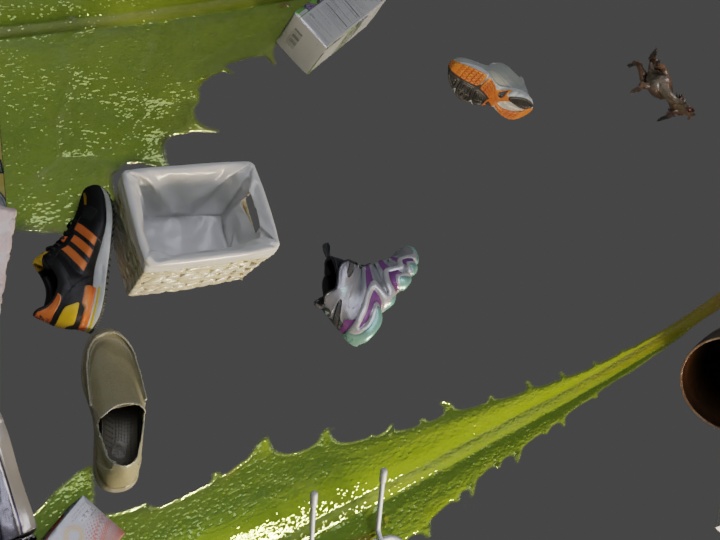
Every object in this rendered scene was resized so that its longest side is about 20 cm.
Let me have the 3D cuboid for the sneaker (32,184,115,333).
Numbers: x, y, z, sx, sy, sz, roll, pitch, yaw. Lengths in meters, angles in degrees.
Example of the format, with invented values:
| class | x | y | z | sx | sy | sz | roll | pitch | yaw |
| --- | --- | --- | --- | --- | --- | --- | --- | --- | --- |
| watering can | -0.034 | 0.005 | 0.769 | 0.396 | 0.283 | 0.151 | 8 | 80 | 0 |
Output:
| class | x | y | z | sx | sy | sz | roll | pitch | yaw |
| --- | --- | --- | --- | --- | --- | --- | --- | --- | --- |
| sneaker | -0.367 | -0.024 | 1.126 | 0.089 | 0.070 | 0.204 | 12 | 64 | -31 |

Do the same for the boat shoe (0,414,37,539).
| class | x | y | z | sx | sy | sz | roll | pitch | yaw |
| --- | --- | --- | --- | --- | --- | --- | --- | --- | --- |
| boat shoe | -0.428 | 0.221 | 0.965 | 0.092 | 0.075 | 0.203 | -16 | 75 | -39 |

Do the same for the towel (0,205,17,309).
| class | x | y | z | sx | sy | sz | roll | pitch | yaw |
| --- | --- | --- | --- | --- | --- | --- | --- | --- | --- |
| towel | -0.507 | 0.003 | 1.022 | 0.188 | 0.032 | 0.204 | 13 | 75 | -29 |

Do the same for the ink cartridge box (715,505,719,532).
| class | x | y | z | sx | sy | sz | roll | pitch | yaw |
| --- | --- | --- | --- | --- | --- | --- | --- | --- | --- |
| ink cartridge box | 0.761 | 0.411 | 1.601 | 0.146 | 0.146 | 0.201 | 41 | 52 | -8 |

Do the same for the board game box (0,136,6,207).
| class | x | y | z | sx | sy | sz | roll | pitch | yaw |
| --- | --- | --- | --- | --- | --- | --- | --- | --- | --- |
| board game box | -0.518 | -0.141 | 1.107 | 0.133 | 0.035 | 0.204 | 1 | 68 | -33 |

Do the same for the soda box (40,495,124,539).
| class | x | y | z | sx | sy | sz | roll | pitch | yaw |
| --- | --- | --- | --- | --- | --- | --- | --- | --- | --- |
| soda box | -0.349 | 0.347 | 0.965 | 0.068 | 0.063 | 0.201 | 43 | 51 | -8 |

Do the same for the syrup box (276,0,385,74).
| class | x | y | z | sx | sy | sz | roll | pitch | yaw |
| --- | --- | --- | --- | --- | --- | --- | --- | --- | --- |
| syrup box | -0.048 | -0.430 | 1.523 | 0.081 | 0.079 | 0.200 | 45 | 52 | -6 |

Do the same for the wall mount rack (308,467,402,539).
| class | x | y | z | sx | sy | sz | roll | pitch | yaw |
| --- | --- | --- | --- | --- | --- | --- | --- | --- | --- |
| wall mount rack | -0.004 | 0.368 | 1.171 | 0.197 | 0.074 | 0.177 | -8 | 73 | -36 |

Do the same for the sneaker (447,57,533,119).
| class | x | y | z | sx | sy | sz | roll | pitch | yaw |
| --- | --- | --- | --- | --- | --- | --- | --- | --- | --- |
| sneaker | 0.241 | -0.363 | 1.692 | 0.197 | 0.075 | 0.094 | 21 | 50 | -32 |

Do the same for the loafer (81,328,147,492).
| class | x | y | z | sx | sy | sz | roll | pitch | yaw |
| --- | --- | --- | --- | --- | --- | --- | --- | --- | --- |
| loafer | -0.294 | 0.163 | 1.084 | 0.074 | 0.068 | 0.204 | -1 | 68 | -33 |

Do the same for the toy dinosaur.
| class | x | y | z | sx | sy | sz | roll | pitch | yaw |
| --- | --- | --- | --- | --- | --- | --- | --- | --- | --- |
| toy dinosaur | 0.670 | -0.409 | 1.983 | 0.135 | 0.085 | 0.202 | 38 | 36 | -25 |

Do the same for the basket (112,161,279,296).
| class | x | y | z | sx | sy | sz | roll | pitch | yaw |
| --- | --- | --- | --- | --- | --- | --- | --- | --- | --- |
| basket | -0.231 | -0.055 | 1.196 | 0.197 | 0.123 | 0.138 | -8 | 72 | -36 |

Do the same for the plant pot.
| class | x | y | z | sx | sy | sz | roll | pitch | yaw |
| --- | --- | --- | --- | --- | --- | --- | --- | --- | --- |
| plant pot | 0.722 | 0.175 | 1.688 | 0.188 | 0.186 | 0.199 | 55 | 36 | 2 |

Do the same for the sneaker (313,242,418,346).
| class | x | y | z | sx | sy | sz | roll | pitch | yaw |
| --- | --- | --- | --- | --- | --- | --- | --- | --- | --- |
| sneaker | 0.000 | 0.000 | 1.348 | 0.140 | 0.078 | 0.201 | 42 | 52 | -9 |
